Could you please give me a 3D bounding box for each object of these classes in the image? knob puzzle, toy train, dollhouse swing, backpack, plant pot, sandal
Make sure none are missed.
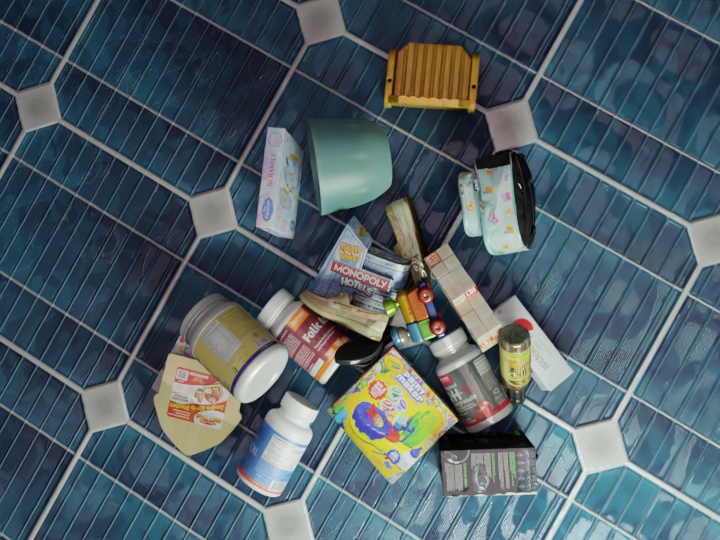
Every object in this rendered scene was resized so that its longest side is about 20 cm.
[{"bbox_3d":[-0.351,0.297,1.516,0.216,0.030,0.224,0,88,2],"label":"knob puzzle"},{"bbox_3d":[0.095,0.056,1.448,0.114,0.085,0.203,-21,99,6],"label":"toy train"},{"bbox_3d":[0.150,-0.415,1.477,0.197,0.176,0.185,6,88,6],"label":"dollhouse swing"},{"bbox_3d":[0.288,-0.131,1.451,0.151,0.175,0.203,-15,86,21],"label":"backpack"},{"bbox_3d":[-0.021,-0.228,1.479,0.158,0.201,0.204,-8,86,-6],"label":"plant pot"},{"bbox_3d":[0.018,0.167,1.455,0.074,0.200,0.049,11,110,31],"label":"sandal"}]

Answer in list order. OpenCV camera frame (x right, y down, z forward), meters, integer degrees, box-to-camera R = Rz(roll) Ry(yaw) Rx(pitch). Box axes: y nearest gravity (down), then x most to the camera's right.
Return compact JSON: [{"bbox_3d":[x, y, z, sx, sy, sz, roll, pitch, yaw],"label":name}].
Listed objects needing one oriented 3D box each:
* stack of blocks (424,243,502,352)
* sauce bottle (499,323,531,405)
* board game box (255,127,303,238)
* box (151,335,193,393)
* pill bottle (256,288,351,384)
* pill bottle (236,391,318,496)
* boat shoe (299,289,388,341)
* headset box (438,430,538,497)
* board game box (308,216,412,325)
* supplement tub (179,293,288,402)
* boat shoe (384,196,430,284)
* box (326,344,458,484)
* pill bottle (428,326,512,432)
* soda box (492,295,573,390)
[{"bbox_3d":[0.215,0.056,1.440,0.058,0.115,0.201,-32,61,3],"label":"stack of blocks"},{"bbox_3d":[0.318,0.198,1.431,0.064,0.065,0.202,-8,131,7],"label":"sauce bottle"},{"bbox_3d":[-0.167,-0.178,1.481,0.040,0.200,0.203,6,87,7],"label":"board game box"},{"bbox_3d":[-0.348,0.212,1.556,0.155,0.041,0.202,30,89,5],"label":"box"},{"bbox_3d":[-0.119,0.138,1.501,0.199,0.114,0.115,39,91,5],"label":"pill bottle"},{"bbox_3d":[-0.171,0.366,1.495,0.111,0.112,0.202,29,89,6],"label":"pill bottle"},{"bbox_3d":[-0.034,0.078,1.456,0.198,0.071,0.065,25,91,16],"label":"boat shoe"},{"bbox_3d":[0.260,0.390,1.422,0.197,0.174,0.094,-3,87,6],"label":"headset box"},{"bbox_3d":[0.000,0.000,1.485,0.197,0.062,0.202,20,116,6],"label":"board game box"},{"bbox_3d":[-0.263,0.158,1.450,0.199,0.145,0.146,39,91,19],"label":"supplement tub"},{"bbox_3d":[0.103,-0.055,1.519,0.065,0.074,0.203,-15,86,19],"label":"boat shoe"},{"bbox_3d":[0.068,0.296,1.472,0.193,0.122,0.200,-44,84,1],"label":"box"},{"bbox_3d":[0.225,0.225,1.467,0.110,0.111,0.202,-29,84,3],"label":"pill bottle"},{"bbox_3d":[0.356,0.153,1.479,0.068,0.064,0.201,-36,85,-6],"label":"soda box"}]
